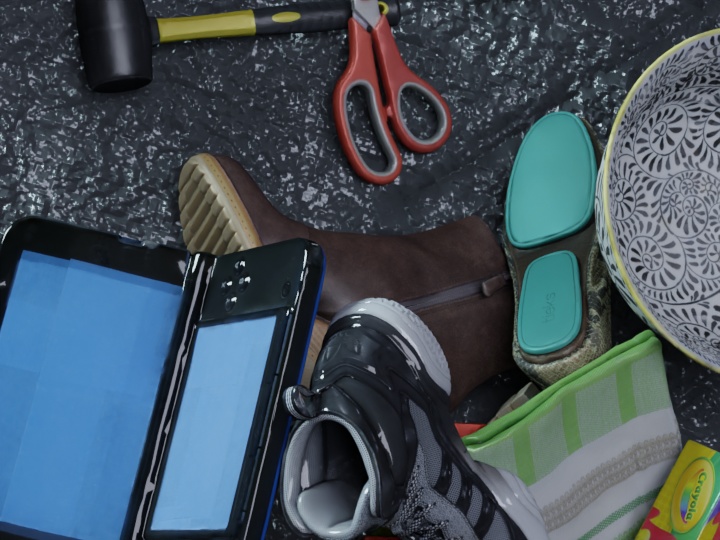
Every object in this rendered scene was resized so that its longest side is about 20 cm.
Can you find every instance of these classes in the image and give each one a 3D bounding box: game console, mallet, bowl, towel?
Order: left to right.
[{"bbox_3d":[-0.124,0.070,1.152,0.118,0.171,0.201,20,74,-28],"label":"game console"},{"bbox_3d":[-0.073,-0.155,1.310,0.199,0.041,0.066,-15,86,-22],"label":"mallet"},{"bbox_3d":[0.131,0.151,1.241,0.149,0.031,0.201,-30,121,-28],"label":"towel"},{"bbox_3d":[0.205,-0.031,1.272,0.200,0.094,0.202,4,81,-23],"label":"bowl"}]

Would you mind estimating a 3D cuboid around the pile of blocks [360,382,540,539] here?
[{"bbox_3d":[0.047,0.131,1.260,0.062,0.082,0.200,48,56,-1],"label":"pile of blocks"}]

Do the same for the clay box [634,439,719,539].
[{"bbox_3d":[0.184,0.209,1.253,0.115,0.048,0.200,32,84,-38],"label":"clay box"}]

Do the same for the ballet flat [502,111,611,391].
[{"bbox_3d":[0.121,0.000,1.303,0.068,0.075,0.200,-15,45,20],"label":"ballet flat"}]

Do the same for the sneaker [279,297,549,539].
[{"bbox_3d":[0.022,0.122,1.126,0.200,0.075,0.114,61,37,-12],"label":"sneaker"}]

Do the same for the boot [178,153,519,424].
[{"bbox_3d":[0.000,0.000,1.292,0.166,0.072,0.200,-26,83,-32],"label":"boot"}]

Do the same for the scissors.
[{"bbox_3d":[-0.002,-0.151,1.317,0.073,0.014,0.201,-22,99,-20],"label":"scissors"}]
